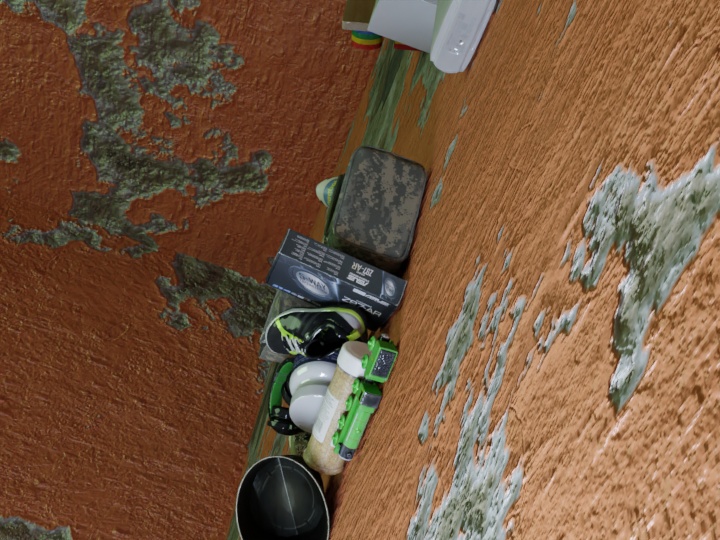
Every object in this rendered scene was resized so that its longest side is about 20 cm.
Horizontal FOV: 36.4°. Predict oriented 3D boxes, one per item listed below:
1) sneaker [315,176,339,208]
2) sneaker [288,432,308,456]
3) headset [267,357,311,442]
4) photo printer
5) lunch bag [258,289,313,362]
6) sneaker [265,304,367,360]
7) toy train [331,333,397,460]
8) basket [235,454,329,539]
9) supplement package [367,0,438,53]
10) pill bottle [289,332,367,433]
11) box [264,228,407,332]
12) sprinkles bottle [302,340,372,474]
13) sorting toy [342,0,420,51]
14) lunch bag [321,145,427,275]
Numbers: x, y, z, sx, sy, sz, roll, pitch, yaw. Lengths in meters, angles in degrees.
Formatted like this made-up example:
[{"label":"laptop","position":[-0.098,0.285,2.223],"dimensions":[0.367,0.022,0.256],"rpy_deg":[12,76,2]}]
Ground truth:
[{"label":"sneaker","position":[-0.003,-0.129,1.965],"dimensions":[0.199,0.082,0.075],"rpy_deg":[15,-90,-56]},{"label":"sneaker","position":[-0.069,0.258,1.895],"dimensions":[0.089,0.076,0.202],"rpy_deg":[-152,76,-72]},{"label":"headset","position":[-0.100,0.233,1.866],"dimensions":[0.125,0.093,0.200],"rpy_deg":[-66,26,18]},{"label":"photo printer","position":[0.168,-0.433,1.739],"dimensions":[0.201,0.069,0.167],"rpy_deg":[-79,10,-48]},{"label":"lunch bag","position":[-0.094,0.116,2.040],"dimensions":[0.201,0.162,0.119],"rpy_deg":[117,163,-51]},{"label":"sneaker","position":[-0.081,0.101,1.701],"dimensions":[0.198,0.072,0.083],"rpy_deg":[-16,24,35]},{"label":"toy train","position":[0.006,0.186,1.572],"dimensions":[0.056,0.041,0.202],"rpy_deg":[-115,42,-65]},{"label":"basket","position":[-0.114,0.360,1.697],"dimensions":[0.200,0.134,0.183],"rpy_deg":[144,111,-90]},{"label":"supplement package","position":[0.121,-0.558,2.114],"dimensions":[0.152,0.149,0.202],"rpy_deg":[124,163,-65]},{"label":"pill bottle","position":[-0.054,0.162,1.791],"dimensions":[0.201,0.114,0.116],"rpy_deg":[-79,10,-49]},{"label":"box","position":[-0.041,0.018,1.695],"dimensions":[0.160,0.198,0.044],"rpy_deg":[128,166,-68]},{"label":"sprinkles bottle","position":[-0.027,0.207,1.647],"dimensions":[0.068,0.067,0.202],"rpy_deg":[-88,17,-68]},{"label":"sorting toy","position":[0.063,-0.547,2.431],"dimensions":[0.201,0.196,0.070],"rpy_deg":[-82,-3,-57]},{"label":"lunch bag","position":[0.012,-0.074,1.782],"dimensions":[0.168,0.138,0.202],"rpy_deg":[117,168,-63]}]
